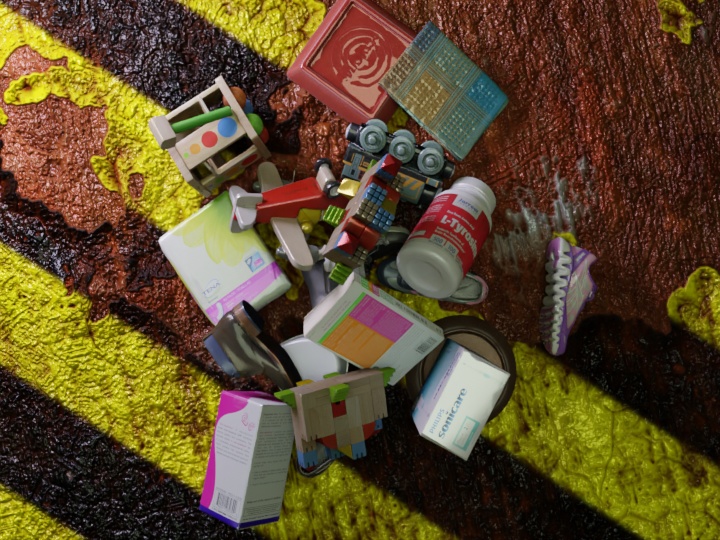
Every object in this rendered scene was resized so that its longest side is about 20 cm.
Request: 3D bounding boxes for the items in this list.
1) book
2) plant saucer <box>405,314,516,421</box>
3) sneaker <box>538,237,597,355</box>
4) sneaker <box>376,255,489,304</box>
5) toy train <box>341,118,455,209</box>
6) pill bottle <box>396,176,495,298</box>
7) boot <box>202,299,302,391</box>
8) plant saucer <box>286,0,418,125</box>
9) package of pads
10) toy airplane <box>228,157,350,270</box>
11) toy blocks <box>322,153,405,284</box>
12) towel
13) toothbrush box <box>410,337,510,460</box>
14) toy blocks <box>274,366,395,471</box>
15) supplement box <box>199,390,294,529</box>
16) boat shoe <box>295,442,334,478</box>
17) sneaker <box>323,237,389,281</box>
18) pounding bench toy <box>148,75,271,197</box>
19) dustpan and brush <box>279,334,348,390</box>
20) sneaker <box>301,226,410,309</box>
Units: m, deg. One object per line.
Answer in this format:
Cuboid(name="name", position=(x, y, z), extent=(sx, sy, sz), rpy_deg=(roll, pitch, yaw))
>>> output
Cuboid(name="book", position=(0.023, 0.101, 1.282), extent=(0.199, 0.048, 0.134), rpy_deg=(34, 117, -26))
Cuboid(name="plant saucer", position=(0.177, 0.179, 1.352), extent=(0.197, 0.034, 0.203), rpy_deg=(0, 90, -1))
Cuboid(name="sneaker", position=(0.363, 0.048, 1.336), extent=(0.087, 0.080, 0.203), rpy_deg=(8, 88, -8))
Cuboid(name="sneaker", position=(0.125, 0.014, 1.329), extent=(0.197, 0.082, 0.071), rpy_deg=(8, 92, 0))
Cuboid(name="toy train", position=(0.060, -0.182, 1.333), extent=(0.198, 0.085, 0.115), rpy_deg=(21, 112, -4))
Cuboid(name="pill bottle", position=(0.149, -0.060, 1.283), extent=(0.112, 0.112, 0.201), rpy_deg=(34, 56, 0))
Cuboid(name="boot", position=(-0.175, 0.156, 1.295), extent=(0.096, 0.075, 0.201), rpy_deg=(-33, 95, 8))
Cuboid(name="plant saucer", position=(0.002, -0.370, 1.359), extent=(0.199, 0.037, 0.201), rpy_deg=(35, 89, 0))
Cuboid(name="package of pads", position=(-0.235, -0.012, 1.336), extent=(0.154, 0.068, 0.201), rpy_deg=(-34, 89, -2))
Cuboid(name="toy airplane", position=(-0.123, -0.092, 1.287), extent=(0.197, 0.142, 0.201), rpy_deg=(18, 53, 18))
Cuboid(name="toy blocks", position=(0.012, -0.084, 1.156), extent=(0.099, 0.137, 0.202), rpy_deg=(30, 77, -10))
Cuboid(name="towel", position=(0.147, -0.311, 1.348), extent=(0.200, 0.022, 0.147), rpy_deg=(41, 87, -9))
Cuboid(name="toothbrush box", position=(0.153, 0.198, 1.235), extent=(0.085, 0.200, 0.148), rpy_deg=(28, 88, 1))
Cuboid(name="toy blocks", position=(-0.031, 0.245, 1.256), extent=(0.198, 0.100, 0.139), rpy_deg=(-12, 98, -28))
Cuboid(name="supplement box", position=(-0.185, 0.311, 1.296), extent=(0.100, 0.103, 0.203), rpy_deg=(11, 90, 37))
Cuboid(name="boat shoe", position=(-0.036, 0.278, 1.328), extent=(0.074, 0.073, 0.201), rpy_deg=(37, 89, 0))
Cuboid(name="sneaker", position=(0.017, -0.072, 1.273), extent=(0.081, 0.075, 0.202), rpy_deg=(27, 82, 5))
Cuboid(name="pounding bench toy", position=(-0.243, -0.231, 1.268), extent=(0.155, 0.200, 0.125), rpy_deg=(-32, 83, 0))
Cuboid(name="dustpan and brush", position=(-0.054, 0.147, 1.347), extent=(0.199, 0.057, 0.140), rpy_deg=(-39, 82, 6))
Cuboid(name="sneaker", position=(0.000, 0.000, 1.320), extent=(0.198, 0.075, 0.107), rpy_deg=(-18, 68, 8))
